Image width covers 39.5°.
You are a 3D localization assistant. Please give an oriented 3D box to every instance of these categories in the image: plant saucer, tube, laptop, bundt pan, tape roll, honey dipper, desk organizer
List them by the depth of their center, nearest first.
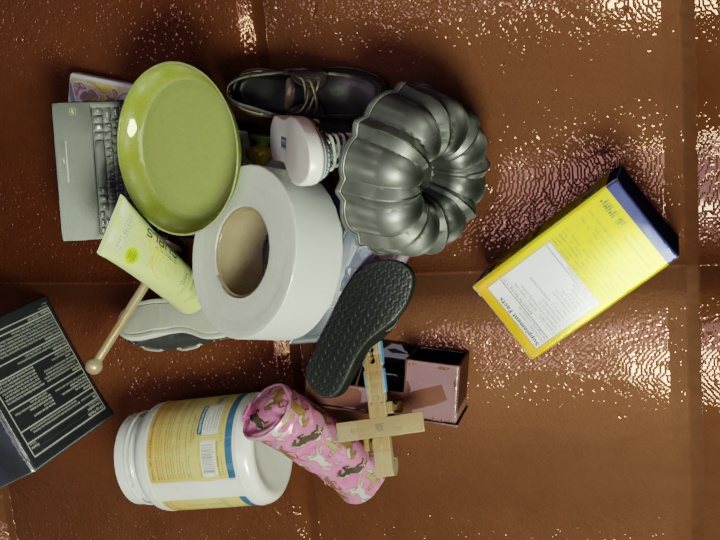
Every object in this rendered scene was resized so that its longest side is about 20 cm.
[{"bbox_3d":[0.070,-0.103,1.108,0.076,0.202,0.202,24,112,41],"label":"bundt pan"},{"bbox_3d":[-0.111,-0.019,1.157,0.202,0.071,0.203,-5,83,47],"label":"tape roll"},{"bbox_3d":[-0.207,-0.142,1.170,0.200,0.031,0.200,7,102,36],"label":"plant saucer"},{"bbox_3d":[-0.252,-0.009,1.222,0.052,0.200,0.058,-31,55,4],"label":"tube"},{"bbox_3d":[-0.271,-0.120,1.240,0.200,0.103,0.178,-5,104,-18],"label":"laptop"},{"bbox_3d":[0.033,0.134,1.254,0.200,0.072,0.077,6,103,16],"label":"desk organizer"},{"bbox_3d":[-0.300,0.047,1.309,0.038,0.038,0.200,31,84,8],"label":"honey dipper"}]

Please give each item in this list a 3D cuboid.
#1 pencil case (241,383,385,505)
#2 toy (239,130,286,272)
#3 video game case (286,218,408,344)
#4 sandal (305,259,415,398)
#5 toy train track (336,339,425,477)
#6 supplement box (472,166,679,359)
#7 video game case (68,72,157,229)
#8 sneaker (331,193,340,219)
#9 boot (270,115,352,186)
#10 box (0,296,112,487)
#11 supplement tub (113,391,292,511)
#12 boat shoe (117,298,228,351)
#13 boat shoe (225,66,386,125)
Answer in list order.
[{"bbox_3d":[-0.055,0.216,1.247,0.087,0.083,0.200,-42,124,10],"label":"pencil case"},{"bbox_3d":[-0.127,-0.074,1.264,0.115,0.047,0.200,11,105,18],"label":"toy"},{"bbox_3d":[0.000,0.000,1.195,0.019,0.143,0.200,40,114,33],"label":"video game case"},{"bbox_3d":[0.002,0.064,1.187,0.075,0.048,0.201,46,116,24],"label":"sandal"},{"bbox_3d":[0.025,0.145,1.202,0.115,0.033,0.200,-11,78,26],"label":"toy train track"},{"bbox_3d":[0.244,-0.010,1.130,0.200,0.110,0.109,-38,90,21],"label":"supplement box"},{"bbox_3d":[-0.295,-0.152,1.310,0.200,0.023,0.182,13,107,14],"label":"video game case"},{"bbox_3d":[-0.006,-0.072,1.192,0.200,0.111,0.077,-36,91,22],"label":"sneaker"},{"bbox_3d":[-0.039,-0.140,1.116,0.090,0.200,0.073,0,109,-16],"label":"boot"},{"bbox_3d":[-0.472,0.168,1.350,0.123,0.200,0.199,-28,94,21],"label":"box"},{"bbox_3d":[-0.204,0.239,1.313,0.200,0.145,0.145,-8,101,19],"label":"supplement tub"},{"bbox_3d":[-0.221,0.071,1.323,0.200,0.060,0.074,-10,61,15],"label":"boat shoe"},{"bbox_3d":[-0.069,-0.206,1.198,0.200,0.073,0.075,2,104,17],"label":"boat shoe"}]
